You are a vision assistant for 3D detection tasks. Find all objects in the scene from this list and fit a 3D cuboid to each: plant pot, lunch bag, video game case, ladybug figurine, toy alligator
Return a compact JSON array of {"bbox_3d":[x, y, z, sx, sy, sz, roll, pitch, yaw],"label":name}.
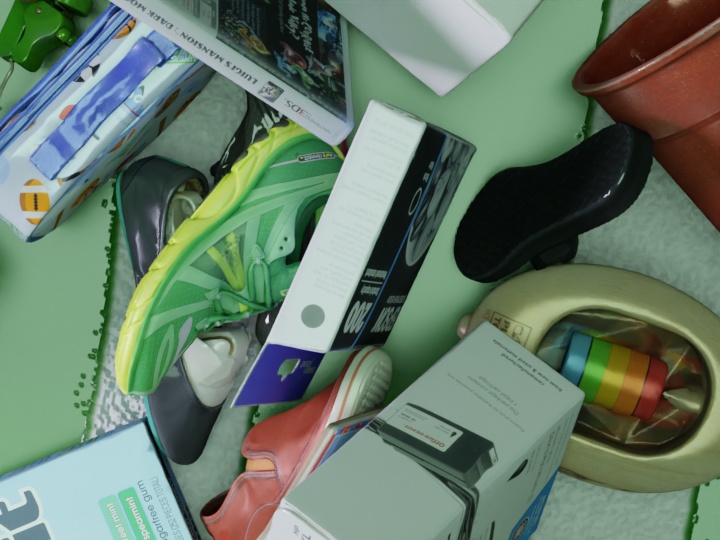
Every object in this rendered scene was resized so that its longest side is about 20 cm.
[{"bbox_3d":[0.266,-0.093,1.552,0.201,0.201,0.195,-37,100,3],"label":"plant pot"},{"bbox_3d":[-0.155,-0.108,1.563,0.076,0.160,0.200,43,94,-2],"label":"lunch bag"},{"bbox_3d":[-0.083,-0.178,1.519,0.182,0.200,0.023,32,118,-23],"label":"video game case"},{"bbox_3d":[0.156,0.065,1.614,0.200,0.072,0.136,23,94,-1],"label":"ladybug figurine"},{"bbox_3d":[-0.192,-0.166,1.595,0.054,0.059,0.200,14,82,16],"label":"toy alligator"}]

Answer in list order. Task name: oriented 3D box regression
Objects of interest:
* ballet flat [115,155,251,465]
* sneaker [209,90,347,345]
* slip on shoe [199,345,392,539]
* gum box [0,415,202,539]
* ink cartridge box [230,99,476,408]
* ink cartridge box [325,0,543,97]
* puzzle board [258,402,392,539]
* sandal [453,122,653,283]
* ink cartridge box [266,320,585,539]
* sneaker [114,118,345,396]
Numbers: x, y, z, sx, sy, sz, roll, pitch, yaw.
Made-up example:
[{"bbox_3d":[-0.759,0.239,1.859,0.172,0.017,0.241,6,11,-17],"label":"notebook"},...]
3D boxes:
[{"bbox_3d":[-0.107,0.026,1.606,0.073,0.073,0.200,-8,98,1],"label":"ballet flat"},{"bbox_3d":[-0.052,-0.046,1.618,0.084,0.077,0.200,1,88,15],"label":"sneaker"},{"bbox_3d":[-0.043,0.114,1.588,0.061,0.074,0.200,39,129,5],"label":"slip on shoe"},{"bbox_3d":[-0.196,0.210,1.641,0.200,0.045,0.170,-23,93,2],"label":"gum box"},{"bbox_3d":[0.000,0.000,1.550,0.043,0.198,0.200,26,94,10],"label":"ink cartridge box"},{"bbox_3d":[0.073,-0.234,1.529,0.145,0.147,0.200,41,72,-4],"label":"ink cartridge box"},{"bbox_3d":[-0.032,0.169,1.565,0.017,0.151,0.200,35,107,17],"label":"puzzle board"},{"bbox_3d":[0.121,-0.032,1.559,0.048,0.200,0.075,26,67,-23],"label":"sandal"},{"bbox_3d":[0.032,0.147,1.523,0.084,0.145,0.200,36,51,19],"label":"ink cartridge box"},{"bbox_3d":[-0.075,0.000,1.536,0.084,0.074,0.200,38,85,1],"label":"sneaker"}]
